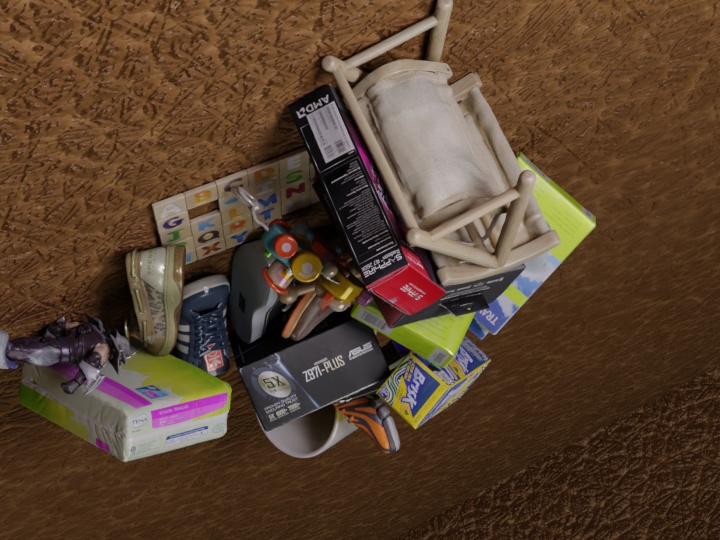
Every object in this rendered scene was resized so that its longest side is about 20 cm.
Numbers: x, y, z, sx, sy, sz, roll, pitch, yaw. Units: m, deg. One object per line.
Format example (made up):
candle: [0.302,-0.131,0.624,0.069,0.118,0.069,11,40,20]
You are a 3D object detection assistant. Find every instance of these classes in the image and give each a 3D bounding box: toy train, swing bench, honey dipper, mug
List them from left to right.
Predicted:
toy train: [-0.065,-0.012,1.466,0.056,0.150,0.200,-51,148,7]
mug: [-0.033,0.164,1.989,0.186,0.150,0.153,-31,169,36]
honey dipper: [0.000,0.000,1.578,0.199,0.038,0.038,-15,159,-23]
swing bench: [0.079,-0.107,1.323,0.129,0.199,0.200,-26,160,5]

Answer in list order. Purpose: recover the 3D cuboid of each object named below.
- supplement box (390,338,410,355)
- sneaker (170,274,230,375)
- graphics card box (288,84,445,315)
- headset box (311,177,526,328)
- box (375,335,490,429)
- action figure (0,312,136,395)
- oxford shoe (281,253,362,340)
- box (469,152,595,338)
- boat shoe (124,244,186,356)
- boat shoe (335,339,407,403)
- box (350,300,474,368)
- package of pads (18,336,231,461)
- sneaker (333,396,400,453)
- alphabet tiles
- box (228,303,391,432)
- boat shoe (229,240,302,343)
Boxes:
supplement box: [0.115,0.005,1.758,0.200,0.104,0.101,-29,-173,13]
sneaker: [-0.179,0.075,1.658,0.075,0.085,0.200,-18,159,-18]
graphics card box: [0.007,-0.065,1.345,0.051,0.200,0.125,-29,159,12]
headset box: [0.064,-0.037,1.472,0.149,0.200,0.077,-11,153,-38]
box: [0.090,0.126,1.704,0.070,0.064,0.200,-52,168,16]
action figure: [-0.328,0.085,1.493,0.199,0.070,0.130,1,-171,-32]
oxford shoe: [-0.007,0.016,1.628,0.200,0.073,0.071,-45,-179,-5]
box: [0.162,-0.023,1.661,0.200,0.122,0.048,-49,-178,15]
boat shoe: [-0.223,0.029,1.524,0.062,0.073,0.200,4,148,-10]
boat shoe: [0.034,0.130,1.808,0.201,0.061,0.072,-25,-157,-38]
box: [0.085,-0.009,1.559,0.200,0.122,0.048,-61,-178,-28]
package of pads: [-0.256,0.135,1.570,0.154,0.200,0.068,-11,114,-46]
sneaker: [-0.036,0.169,1.864,0.112,0.200,0.078,-31,169,-9]
alphabet tiles: [-0.114,-0.067,1.484,0.199,0.008,0.167,-21,160,-10]
box: [-0.066,0.101,1.728,0.163,0.086,0.200,-23,-168,-4]
boat shoe: [-0.101,0.018,1.622,0.068,0.074,0.200,-26,156,-22]
